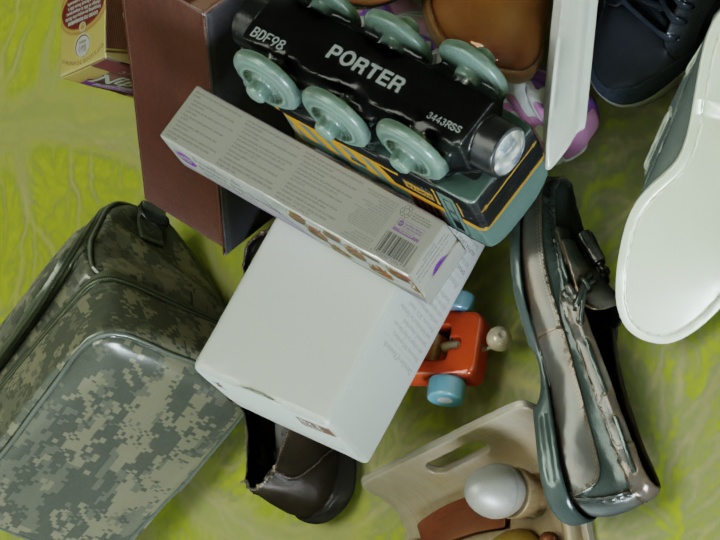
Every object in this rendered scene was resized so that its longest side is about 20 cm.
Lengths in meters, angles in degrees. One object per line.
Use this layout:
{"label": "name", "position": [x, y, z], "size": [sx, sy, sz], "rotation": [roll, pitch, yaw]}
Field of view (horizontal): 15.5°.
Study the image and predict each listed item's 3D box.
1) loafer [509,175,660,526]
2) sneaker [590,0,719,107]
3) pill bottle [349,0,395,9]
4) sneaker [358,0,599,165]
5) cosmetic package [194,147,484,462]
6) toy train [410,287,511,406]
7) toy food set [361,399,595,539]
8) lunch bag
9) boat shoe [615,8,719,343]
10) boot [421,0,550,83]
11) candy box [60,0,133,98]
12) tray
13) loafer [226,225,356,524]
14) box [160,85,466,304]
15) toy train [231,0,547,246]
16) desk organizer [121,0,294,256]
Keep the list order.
{"label": "loafer", "position": [0.130, 0.040, 1.479], "size": [0.063, 0.072, 0.201], "rotation": [-13, 75, 29]}
{"label": "sneaker", "position": [0.163, -0.173, 1.420], "size": [0.077, 0.146, 0.203], "rotation": [39, 113, 18]}
{"label": "pill bottle", "position": [-0.005, -0.219, 1.577], "size": [0.106, 0.106, 0.200], "rotation": [-61, 16, 17]}
{"label": "sneaker", "position": [0.067, -0.129, 1.581], "size": [0.200, 0.081, 0.088], "rotation": [23, 60, 37]}
{"label": "cosmetic package", "position": [0.000, 0.000, 1.545], "size": [0.102, 0.074, 0.200], "rotation": [23, 77, 30]}
{"label": "toy train", "position": [0.029, -0.004, 1.609], "size": [0.150, 0.056, 0.200], "rotation": [-6, 63, 20]}
{"label": "toy food set", "position": [0.067, 0.191, 1.505], "size": [0.143, 0.060, 0.200], "rotation": [-30, 59, 40]}
{"label": "lunch bag", "position": [-0.181, 0.070, 1.766], "size": [0.200, 0.139, 0.168], "rotation": [-51, 31, 26]}
{"label": "boat shoe", "position": [0.192, -0.057, 1.445], "size": [0.062, 0.073, 0.200], "rotation": [-64, -9, -75]}
{"label": "boot", "position": [0.096, -0.213, 1.500], "size": [0.200, 0.074, 0.155], "rotation": [-84, 15, -48]}
{"label": "candy box", "position": [-0.144, -0.218, 1.805], "size": [0.056, 0.117, 0.200], "rotation": [-18, 66, 44]}
{"label": "tray", "position": [0.117, -0.162, 1.421], "size": [0.107, 0.022, 0.200], "rotation": [-83, -3, -72]}
{"label": "loafer", "position": [-0.047, 0.057, 1.658], "size": [0.073, 0.071, 0.200], "rotation": [-29, 60, 40]}
{"label": "box", "position": [-0.028, -0.045, 1.513], "size": [0.200, 0.039, 0.041], "rotation": [29, 78, 32]}
{"label": "toy train", "position": [0.015, -0.089, 1.472], "size": [0.200, 0.114, 0.085], "rotation": [28, 72, 31]}
{"label": "desk organizer", "position": [-0.095, -0.116, 1.662], "size": [0.077, 0.072, 0.200], "rotation": [31, 143, 29]}
